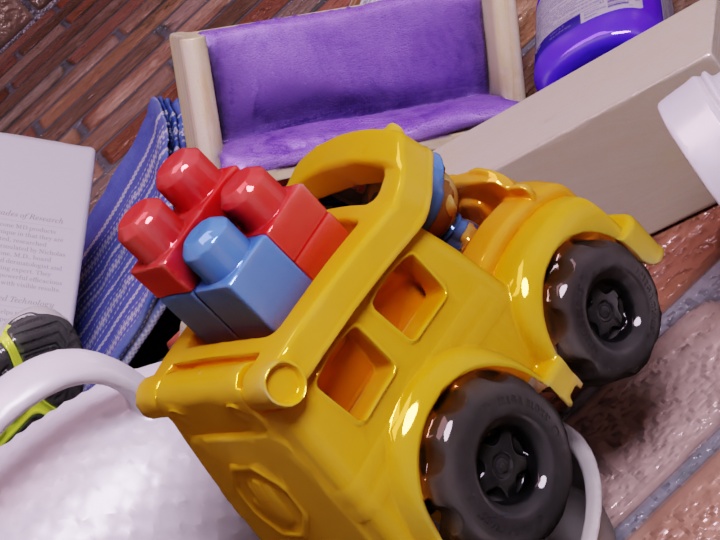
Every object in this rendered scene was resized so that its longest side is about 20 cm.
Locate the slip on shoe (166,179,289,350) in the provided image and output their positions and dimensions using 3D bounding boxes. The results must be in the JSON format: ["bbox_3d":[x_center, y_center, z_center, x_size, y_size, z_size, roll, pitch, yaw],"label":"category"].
[{"bbox_3d":[-0.072,-0.022,0.961,0.074,0.061,0.200,-41,32,48],"label":"slip on shoe"}]

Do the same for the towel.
[{"bbox_3d":[-0.149,-0.009,1.008,0.145,0.024,0.200,-55,25,27],"label":"towel"}]

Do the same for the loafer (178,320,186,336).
[{"bbox_3d":[-0.011,0.032,0.788,0.076,0.068,0.200,-41,-19,31],"label":"loafer"}]

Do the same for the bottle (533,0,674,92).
[{"bbox_3d":[0.148,-0.155,0.986,0.083,0.065,0.200,-26,26,20],"label":"bottle"}]

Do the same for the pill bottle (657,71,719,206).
[{"bbox_3d":[0.229,-0.093,0.669,0.200,0.112,0.113,-35,23,16],"label":"pill bottle"}]

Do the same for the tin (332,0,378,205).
[{"bbox_3d":[0.032,-0.124,1.040,0.042,0.112,0.200,107,-176,-55],"label":"tin"}]

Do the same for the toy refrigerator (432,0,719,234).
[{"bbox_3d":[0.118,-0.057,0.841,0.200,0.076,0.070,-29,25,32],"label":"toy refrigerator"}]

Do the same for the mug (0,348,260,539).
[{"bbox_3d":[-0.128,0.118,0.775,0.175,0.200,0.148,-42,47,-11],"label":"mug"}]

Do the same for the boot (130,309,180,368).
[{"bbox_3d":[-0.123,0.055,1.030,0.158,0.079,0.211,-32,34,42],"label":"boot"}]

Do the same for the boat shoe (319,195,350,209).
[{"bbox_3d":[-0.038,-0.043,1.065,0.199,0.072,0.072,-12,57,8],"label":"boat shoe"}]

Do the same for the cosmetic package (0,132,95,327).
[{"bbox_3d":[-0.210,0.026,0.982,0.102,0.074,0.200,115,158,-53],"label":"cosmetic package"}]

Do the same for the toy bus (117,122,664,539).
[{"bbox_3d":[0.002,0.010,0.657,0.136,0.192,0.200,-12,35,54],"label":"toy bus"}]

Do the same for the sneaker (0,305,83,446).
[{"bbox_3d":[-0.216,0.101,0.854,0.200,0.075,0.076,-58,42,9],"label":"sneaker"}]

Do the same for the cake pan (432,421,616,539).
[{"bbox_3d":[0.026,0.145,0.672,0.200,0.037,0.200,-35,22,17],"label":"cake pan"}]

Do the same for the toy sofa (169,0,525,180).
[{"bbox_3d":[-0.003,-0.109,0.925,0.199,0.083,0.098,-12,14,-16],"label":"toy sofa"}]
